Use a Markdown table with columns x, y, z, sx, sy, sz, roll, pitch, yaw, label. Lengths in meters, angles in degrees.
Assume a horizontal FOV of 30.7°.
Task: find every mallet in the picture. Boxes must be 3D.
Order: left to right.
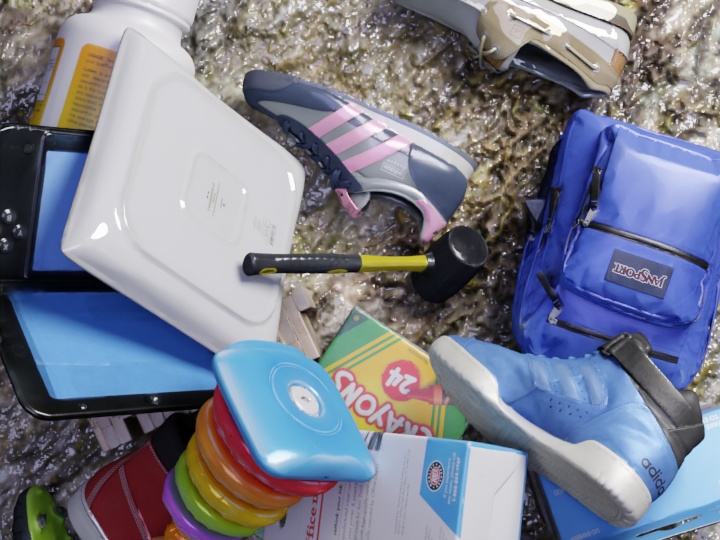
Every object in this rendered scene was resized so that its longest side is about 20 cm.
| x | y | z | sx | sy | sz | roll | pitch | yaw | label |
| --- | --- | --- | --- | --- | --- | --- | --- | --- | --- |
| 0.000 | 0.000 | 0.992 | 0.198 | 0.066 | 0.042 | -4 | 62 | -25 | mallet |

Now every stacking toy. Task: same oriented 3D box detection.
| x | y | z | sx | sy | sz | roll | pitch | yaw | label |
| --- | --- | --- | --- | --- | --- | --- | --- | --- | --- |
| -0.095 | 0.154 | 0.923 | 0.200 | 0.115 | 0.110 | -49 | 53 | 25 | stacking toy |

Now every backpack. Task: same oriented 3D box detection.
| x | y | z | sx | sy | sz | roll | pitch | yaw | label |
| --- | --- | --- | --- | --- | --- | --- | --- | --- | --- |
| 0.192 | -0.004 | 0.975 | 0.161 | 0.168 | 0.202 | 18 | 92 | 9 | backpack |

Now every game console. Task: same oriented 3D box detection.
| x | y | z | sx | sy | sz | roll | pitch | yaw | label |
| --- | --- | --- | --- | --- | --- | --- | --- | --- | --- |
| -0.161 | -0.002 | 0.923 | 0.116 | 0.198 | 0.178 | 20 | 103 | 44 | game console |

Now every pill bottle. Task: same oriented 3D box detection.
| x | y | z | sx | sy | sz | roll | pitch | yaw | label |
| --- | --- | --- | --- | --- | --- | --- | --- | --- | --- |
| -0.193 | -0.130 | 1.017 | 0.110 | 0.111 | 0.203 | 17 | 88 | 2 | pill bottle |

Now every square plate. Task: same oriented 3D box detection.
| x | y | z | sx | sy | sz | roll | pitch | yaw | label |
| --- | --- | --- | --- | --- | --- | --- | --- | --- | --- |
| -0.113 | -0.050 | 0.951 | 0.028 | 0.198 | 0.202 | -20 | 48 | 37 | square plate |

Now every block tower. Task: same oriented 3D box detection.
| x | y | z | sx | sy | sz | roll | pitch | yaw | label |
| --- | --- | --- | --- | --- | --- | --- | --- | --- | --- |
| -0.122 | 0.079 | 1.035 | 0.198 | 0.054 | 0.058 | -26 | 87 | 1 | block tower |

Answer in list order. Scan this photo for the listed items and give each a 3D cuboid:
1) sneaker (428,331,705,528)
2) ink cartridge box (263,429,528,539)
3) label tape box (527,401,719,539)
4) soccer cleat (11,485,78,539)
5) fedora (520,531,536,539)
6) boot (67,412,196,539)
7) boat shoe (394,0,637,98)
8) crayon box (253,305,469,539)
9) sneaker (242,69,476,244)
| x | y | z | sx | sy | sz | roll | pitch | yaw | label |
| --- | --- | --- | --- | --- | --- | --- | --- | --- | --- |
| 0.146 | 0.081 | 0.910 | 0.111 | 0.077 | 0.199 | -42 | 47 | -18 | sneaker |
| 0.019 | 0.175 | 0.934 | 0.067 | 0.199 | 0.118 | 15 | 79 | -42 | ink cartridge box |
| 0.199 | 0.146 | 0.948 | 0.142 | 0.200 | 0.064 | -18 | 87 | 1 | label tape box |
| -0.258 | 0.273 | 1.028 | 0.080 | 0.067 | 0.203 | -10 | 87 | 14 | soccer cleat |
| 0.090 | 0.260 | 0.985 | 0.199 | 0.177 | 0.091 | -31 | 58 | 7 | fedora |
| -0.117 | 0.215 | 0.998 | 0.144 | 0.072 | 0.201 | -36 | 88 | 20 | boot |
| 0.116 | -0.192 | 1.029 | 0.197 | 0.075 | 0.069 | 15 | 82 | 2 | boat shoe |
| -0.006 | 0.146 | 1.030 | 0.126 | 0.051 | 0.201 | 32 | 89 | 2 | crayon box |
| -0.012 | -0.090 | 1.030 | 0.198 | 0.070 | 0.083 | 24 | 84 | 4 | sneaker |
